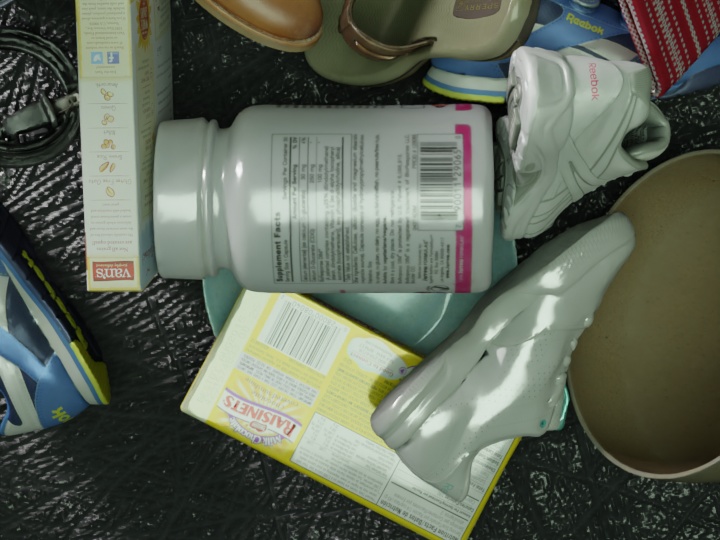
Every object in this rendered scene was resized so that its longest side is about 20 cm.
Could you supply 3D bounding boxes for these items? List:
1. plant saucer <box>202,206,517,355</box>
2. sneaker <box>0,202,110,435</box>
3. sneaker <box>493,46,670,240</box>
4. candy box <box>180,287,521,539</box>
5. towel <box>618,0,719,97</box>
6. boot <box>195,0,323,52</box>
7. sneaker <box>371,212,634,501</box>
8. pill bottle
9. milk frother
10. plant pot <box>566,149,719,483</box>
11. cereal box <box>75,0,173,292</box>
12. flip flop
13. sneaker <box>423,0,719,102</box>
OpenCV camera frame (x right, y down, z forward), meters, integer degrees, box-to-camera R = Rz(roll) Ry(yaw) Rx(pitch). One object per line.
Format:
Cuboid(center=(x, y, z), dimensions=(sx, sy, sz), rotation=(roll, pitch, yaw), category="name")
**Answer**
Cuboid(center=(0.000, 0.000, 1.480), dimensions=(0.200, 0.039, 0.202), rotation=(0, 100, 1), category="plant saucer")
Cuboid(center=(-0.239, 0.017, 1.469), dimensions=(0.082, 0.074, 0.201), rotation=(-31, 98, 8), category="sneaker")
Cuboid(center=(0.130, -0.068, 1.368), dimensions=(0.099, 0.200, 0.078), rotation=(-1, 74, -2), category="sneaker")
Cuboid(center=(-0.002, 0.087, 1.463), dimensions=(0.199, 0.026, 0.103), rotation=(28, 100, -5), category="candy box")
Cuboid(center=(0.200, -0.217, 1.365), dimensions=(0.022, 0.200, 0.145), rotation=(7, 134, 41), category="towel")
Cuboid(center=(-0.061, -0.241, 1.376), dimensions=(0.200, 0.074, 0.155), rotation=(50, 131, 2), category="boot")
Cuboid(center=(0.104, 0.053, 1.417), dimensions=(0.200, 0.075, 0.089), rotation=(-44, 94, 0), category="sneaker")
Cuboid(center=(-0.021, -0.043, 1.394), dimensions=(0.199, 0.113, 0.114), rotation=(0, 100, 2), category="pill bottle")
Cuboid(center=(-0.218, -0.162, 1.375), dimensions=(0.180, 0.188, 0.200), rotation=(-35, 97, 8), category="milk frother")
Cuboid(center=(0.240, 0.040, 1.425), dimensions=(0.134, 0.200, 0.201), rotation=(17, 102, -37), category="plant pot")
Cuboid(center=(-0.141, -0.097, 1.410), dimensions=(0.039, 0.144, 0.201), rotation=(0, 100, 4), category="cereal box")
Cuboid(center=(0.027, -0.154, 1.387), dimensions=(0.057, 0.200, 0.082), rotation=(7, 88, -36), category="flip flop")
Cuboid(center=(0.139, -0.145, 1.427), dimensions=(0.199, 0.074, 0.083), rotation=(0, 99, -1), category="sneaker")
